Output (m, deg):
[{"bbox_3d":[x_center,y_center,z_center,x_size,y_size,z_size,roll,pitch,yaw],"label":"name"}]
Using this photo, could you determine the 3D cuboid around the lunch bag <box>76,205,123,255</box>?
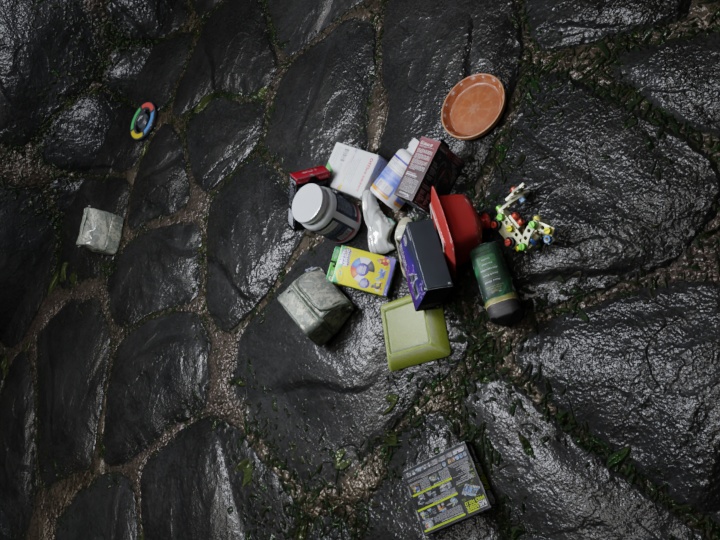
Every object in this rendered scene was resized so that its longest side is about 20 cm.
[{"bbox_3d":[-1.224,-0.186,2.646,0.138,0.167,0.202,1,76,37],"label":"lunch bag"}]

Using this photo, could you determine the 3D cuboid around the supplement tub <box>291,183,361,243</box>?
[{"bbox_3d":[-0.103,-0.177,1.766,0.139,0.199,0.142,-13,68,33],"label":"supplement tub"}]

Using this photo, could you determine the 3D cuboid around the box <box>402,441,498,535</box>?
[{"bbox_3d":[0.216,0.537,1.395,0.199,0.044,0.161,-36,58,24],"label":"box"}]

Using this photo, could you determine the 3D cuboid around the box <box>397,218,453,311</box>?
[{"bbox_3d":[0.169,-0.013,1.507,0.141,0.078,0.202,109,150,-61],"label":"box"}]

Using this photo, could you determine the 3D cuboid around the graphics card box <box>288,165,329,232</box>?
[{"bbox_3d":[-0.168,-0.230,1.822,0.051,0.125,0.201,43,141,37],"label":"graphics card box"}]

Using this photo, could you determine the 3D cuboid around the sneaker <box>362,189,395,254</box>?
[{"bbox_3d":[0.061,-0.150,1.712,0.088,0.075,0.202,-11,89,17],"label":"sneaker"}]

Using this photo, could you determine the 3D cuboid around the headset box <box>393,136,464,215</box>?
[{"bbox_3d":[0.200,-0.270,1.598,0.075,0.148,0.201,29,95,39],"label":"headset box"}]

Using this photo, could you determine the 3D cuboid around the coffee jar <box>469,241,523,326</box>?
[{"bbox_3d":[0.342,0.036,1.419,0.085,0.104,0.202,-21,63,17],"label":"coffee jar"}]

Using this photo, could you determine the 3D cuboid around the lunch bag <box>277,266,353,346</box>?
[{"bbox_3d":[-0.133,0.103,1.739,0.168,0.140,0.200,-41,55,-4],"label":"lunch bag"}]

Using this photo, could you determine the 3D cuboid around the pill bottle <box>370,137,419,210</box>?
[{"bbox_3d":[0.129,-0.288,1.682,0.200,0.112,0.112,-52,52,12],"label":"pill bottle"}]

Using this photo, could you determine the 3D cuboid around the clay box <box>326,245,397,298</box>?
[{"bbox_3d":[0.000,0.000,1.677,0.198,0.048,0.116,15,84,11],"label":"clay box"}]

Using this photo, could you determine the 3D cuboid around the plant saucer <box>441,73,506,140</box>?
[{"bbox_3d":[0.329,-0.472,1.640,0.199,0.032,0.202,-13,67,33],"label":"plant saucer"}]

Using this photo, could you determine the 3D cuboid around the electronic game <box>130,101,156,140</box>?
[{"bbox_3d":[-1.069,-0.736,2.786,0.199,0.041,0.202,-13,68,34],"label":"electronic game"}]

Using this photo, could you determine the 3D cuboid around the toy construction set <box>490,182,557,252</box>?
[{"bbox_3d":[0.407,-0.127,1.430,0.131,0.091,0.201,-57,38,40],"label":"toy construction set"}]

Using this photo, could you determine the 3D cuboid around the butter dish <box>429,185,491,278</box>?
[{"bbox_3d":[0.272,-0.114,1.497,0.146,0.200,0.202,-15,62,4],"label":"butter dish"}]

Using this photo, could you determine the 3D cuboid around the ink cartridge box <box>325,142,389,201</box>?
[{"bbox_3d":[-0.015,-0.311,1.816,0.199,0.087,0.146,27,93,41],"label":"ink cartridge box"}]

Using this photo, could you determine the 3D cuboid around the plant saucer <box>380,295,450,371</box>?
[{"bbox_3d":[0.138,0.159,1.573,0.199,0.048,0.201,-21,64,30],"label":"plant saucer"}]

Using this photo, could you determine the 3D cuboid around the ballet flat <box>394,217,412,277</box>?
[{"bbox_3d":[0.132,-0.073,1.640,0.069,0.069,0.202,-23,63,30],"label":"ballet flat"}]
